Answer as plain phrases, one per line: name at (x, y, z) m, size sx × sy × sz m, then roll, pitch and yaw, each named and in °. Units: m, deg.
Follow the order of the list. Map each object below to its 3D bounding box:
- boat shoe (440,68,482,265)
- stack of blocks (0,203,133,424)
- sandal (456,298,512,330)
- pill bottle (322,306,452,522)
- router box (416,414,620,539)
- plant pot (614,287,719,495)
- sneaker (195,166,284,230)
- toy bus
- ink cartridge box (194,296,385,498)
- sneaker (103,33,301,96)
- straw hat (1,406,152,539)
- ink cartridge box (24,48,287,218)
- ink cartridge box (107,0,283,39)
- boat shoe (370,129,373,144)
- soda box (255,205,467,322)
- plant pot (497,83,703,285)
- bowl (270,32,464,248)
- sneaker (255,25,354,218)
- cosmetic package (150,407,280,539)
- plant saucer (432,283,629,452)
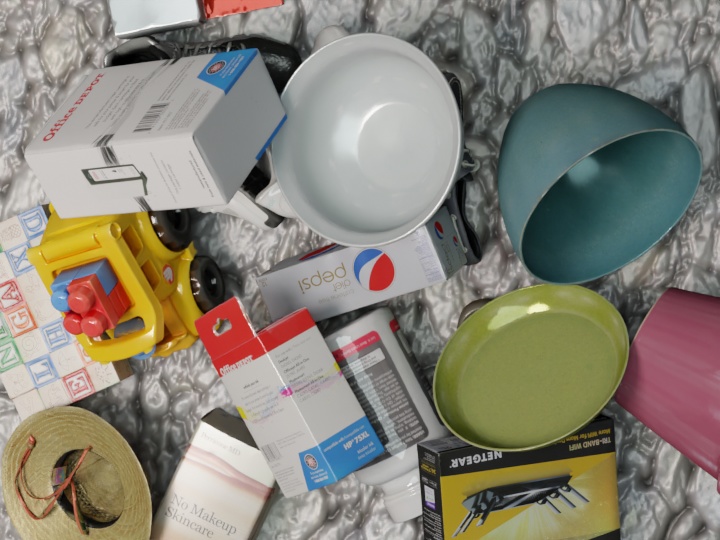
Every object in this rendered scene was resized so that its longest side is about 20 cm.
boat shoe at (0.097, -0.101, 1.709) m, size 0.063 × 0.073 × 0.201 m, roll 7°, pitch 103°, yaw 28°
stack of blocks at (-0.333, 0.044, 1.780) m, size 0.115 × 0.059 × 0.200 m, roll -23°, pitch 91°, yaw 8°
sandal at (0.147, 0.127, 1.734) m, size 0.081 × 0.055 × 0.201 m, roll -13°, pitch 92°, yaw 7°
pill bottle at (0.024, 0.146, 1.721) m, size 0.110 × 0.111 × 0.200 m, roll -27°, pitch 90°, yaw 7°
router box at (0.159, 0.233, 1.690) m, size 0.199 × 0.052 × 0.158 m, roll -9°, pitch 100°, yaw -23°
plant pot at (0.353, 0.110, 1.652) m, size 0.179 × 0.200 × 0.200 m, roll 26°, pitch 97°, yaw 20°
sneaker at (-0.179, -0.080, 1.759) m, size 0.200 × 0.076 × 0.115 m, roll 36°, pitch 110°, yaw 5°
toy bus at (-0.235, 0.023, 1.678) m, size 0.135 × 0.192 × 0.200 m, roll -16°, pitch 117°, yaw 20°
ink cartridge box at (-0.072, 0.113, 1.663) m, size 0.067 × 0.116 × 0.200 m, roll -28°, pitch 90°, yaw -32°
sneaker at (-0.164, -0.201, 1.715) m, size 0.199 × 0.115 × 0.075 m, roll 0°, pitch 94°, yaw 7°
straw hat at (-0.269, 0.220, 1.768) m, size 0.201 × 0.085 × 0.202 m, roll 7°, pitch 103°, yaw 31°
ink cartridge box at (-0.193, -0.128, 1.612) m, size 0.199 × 0.146 × 0.084 m, roll -3°, pitch 128°, yaw 31°
ink cartridge box at (-0.183, -0.350, 1.745) m, size 0.173 × 0.044 × 0.201 m, roll -10°, pitch 93°, yaw 8°
boat shoe at (0.014, -0.129, 1.722) m, size 0.065 × 0.073 × 0.201 m, roll -4°, pitch 94°, yaw 1°
soda box at (0.000, 0.000, 1.703) m, size 0.200 × 0.068 × 0.064 m, roll -17°, pitch 99°, yaw 26°
plant pot at (0.212, -0.104, 1.659) m, size 0.200 × 0.200 × 0.135 m, roll -36°, pitch 54°, yaw 7°
bowl at (0.020, -0.121, 1.637) m, size 0.201 × 0.090 × 0.202 m, roll 0°, pitch 89°, yaw 25°
sneaker at (-0.058, -0.153, 1.707) m, size 0.088 × 0.075 × 0.201 m, roll 11°, pitch 85°, yaw -23°
cosmetic package at (-0.155, 0.256, 1.760) m, size 0.103 × 0.087 × 0.200 m, roll 24°, pitch 96°, yaw 5°
plant saucer at (0.168, 0.099, 1.657) m, size 0.200 × 0.200 × 0.031 m, roll -26°, pitch 132°, yaw 8°
